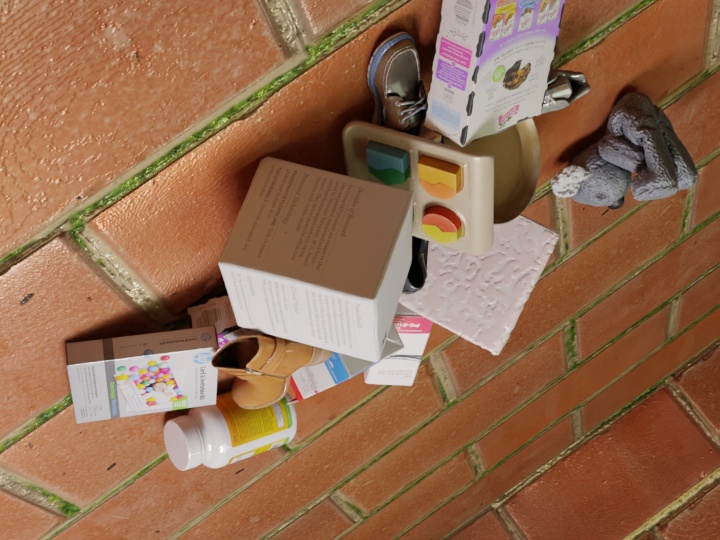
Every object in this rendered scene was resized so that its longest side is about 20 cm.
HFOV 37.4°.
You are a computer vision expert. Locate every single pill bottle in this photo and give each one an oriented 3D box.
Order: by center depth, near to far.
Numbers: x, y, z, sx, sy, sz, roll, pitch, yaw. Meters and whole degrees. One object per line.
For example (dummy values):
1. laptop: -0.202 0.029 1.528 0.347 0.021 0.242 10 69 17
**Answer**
1. pill bottle: -0.212 0.254 1.722 0.199 0.111 0.111 -14 145 -37

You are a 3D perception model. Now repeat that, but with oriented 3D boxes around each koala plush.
1. koala plush: 0.426 -0.179 1.786 0.199 0.185 0.177 -29 173 35

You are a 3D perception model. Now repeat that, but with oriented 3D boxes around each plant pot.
1. plant pot: 0.180 -0.165 1.499 0.199 0.202 0.027 -12 -173 -39

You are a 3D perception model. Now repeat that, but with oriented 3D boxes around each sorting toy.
1. sorting toy: 0.074 -0.100 1.383 0.186 0.199 0.037 83 28 -50

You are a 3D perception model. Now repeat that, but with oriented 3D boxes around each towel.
1. towel: 0.163 -0.006 1.558 0.201 0.190 0.032 -64 171 5

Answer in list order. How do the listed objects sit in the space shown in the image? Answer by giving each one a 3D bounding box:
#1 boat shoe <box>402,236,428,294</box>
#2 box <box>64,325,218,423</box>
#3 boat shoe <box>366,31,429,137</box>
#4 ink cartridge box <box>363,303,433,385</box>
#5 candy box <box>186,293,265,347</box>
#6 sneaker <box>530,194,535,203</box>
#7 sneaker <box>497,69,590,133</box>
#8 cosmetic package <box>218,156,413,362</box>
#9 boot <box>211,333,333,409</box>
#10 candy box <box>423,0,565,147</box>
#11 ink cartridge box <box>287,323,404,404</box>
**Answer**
1. boat shoe: 0.077 -0.066 1.500 0.072 0.202 0.063 3 -178 -20
2. box: -0.297 0.144 1.462 0.198 0.041 0.156 -7 145 -15
3. boat shoe: 0.057 -0.215 1.349 0.072 0.073 0.200 -29 152 -14
4. ink cartridge box: 0.055 0.071 1.696 0.084 0.146 0.201 2 142 -9
5. candy box: -0.126 0.065 1.515 0.199 0.061 0.136 -21 156 14
6. sneaker: 0.189 -0.069 1.636 0.199 0.075 0.115 -36 159 14
7. sneaker: 0.238 -0.244 1.472 0.199 0.076 0.092 -28 -165 -37
8. cosmetic package: -0.049 -0.012 1.342 0.168 0.199 0.167 87 20 -59
9. boot: -0.150 0.133 1.468 0.200 0.074 0.154 -38 156 30
10. candy box: 0.168 -0.274 1.310 0.167 0.071 0.201 -26 136 -39
11. ink cartridge box: -0.039 0.133 1.597 0.116 0.068 0.200 -26 177 -37
